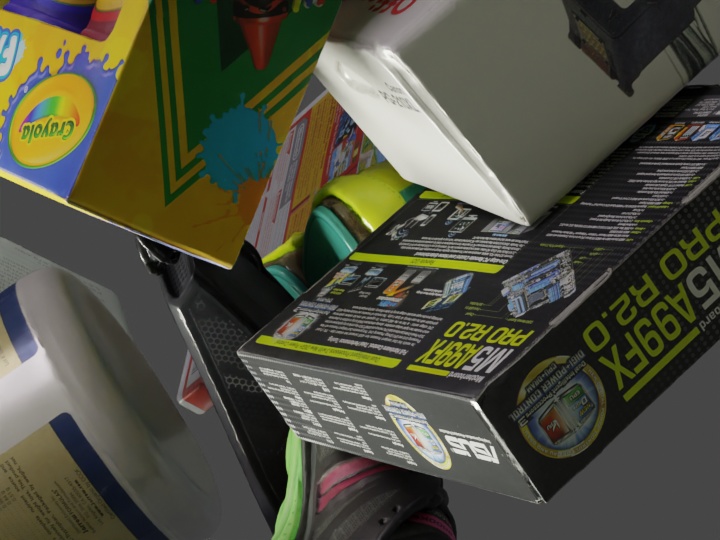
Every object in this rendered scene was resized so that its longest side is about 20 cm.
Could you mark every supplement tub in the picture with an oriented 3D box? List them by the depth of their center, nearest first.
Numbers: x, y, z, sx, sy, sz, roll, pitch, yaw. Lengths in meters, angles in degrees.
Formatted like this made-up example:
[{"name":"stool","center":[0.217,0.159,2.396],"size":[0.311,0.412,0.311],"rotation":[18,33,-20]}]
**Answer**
[{"name":"supplement tub","center":[-0.178,0.108,1.216],"size":[0.199,0.145,0.145],"rotation":[-34,25,3]}]

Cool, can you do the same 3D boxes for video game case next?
[{"name":"video game case","center":[-0.017,-0.033,1.276],"size":[0.200,0.017,0.144],"rotation":[-39,30,45]}]

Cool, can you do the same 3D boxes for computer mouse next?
[{"name":"computer mouse","center":[-0.041,0.025,1.079],"size":[0.052,0.201,0.139],"rotation":[-24,24,-2]}]

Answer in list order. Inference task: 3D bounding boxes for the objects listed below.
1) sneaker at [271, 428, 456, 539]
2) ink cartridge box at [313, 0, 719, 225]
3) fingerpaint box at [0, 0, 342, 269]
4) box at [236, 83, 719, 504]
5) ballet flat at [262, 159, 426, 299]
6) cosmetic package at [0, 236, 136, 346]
[{"name":"sneaker","center":[0.009,0.096,1.014],"size":[0.083,0.077,0.201],"rotation":[-2,52,31]},{"name":"ink cartridge box","center":[0.083,-0.117,0.970],"size":[0.200,0.084,0.145],"rotation":[-42,17,-7]},{"name":"fingerpaint box","center":[-0.086,-0.106,0.972],"size":[0.200,0.073,0.168],"rotation":[23,91,58]},{"name":"box","center":[0.061,0.001,0.934],"size":[0.160,0.044,0.200],"rotation":[-42,18,-17]},{"name":"ballet flat","center":[0.000,0.000,1.132],"size":[0.067,0.067,0.200],"rotation":[-37,-6,-21]},{"name":"cosmetic package","center":[-0.217,0.081,1.387],"size":[0.165,0.164,0.200],"rotation":[-58,22,11]}]
